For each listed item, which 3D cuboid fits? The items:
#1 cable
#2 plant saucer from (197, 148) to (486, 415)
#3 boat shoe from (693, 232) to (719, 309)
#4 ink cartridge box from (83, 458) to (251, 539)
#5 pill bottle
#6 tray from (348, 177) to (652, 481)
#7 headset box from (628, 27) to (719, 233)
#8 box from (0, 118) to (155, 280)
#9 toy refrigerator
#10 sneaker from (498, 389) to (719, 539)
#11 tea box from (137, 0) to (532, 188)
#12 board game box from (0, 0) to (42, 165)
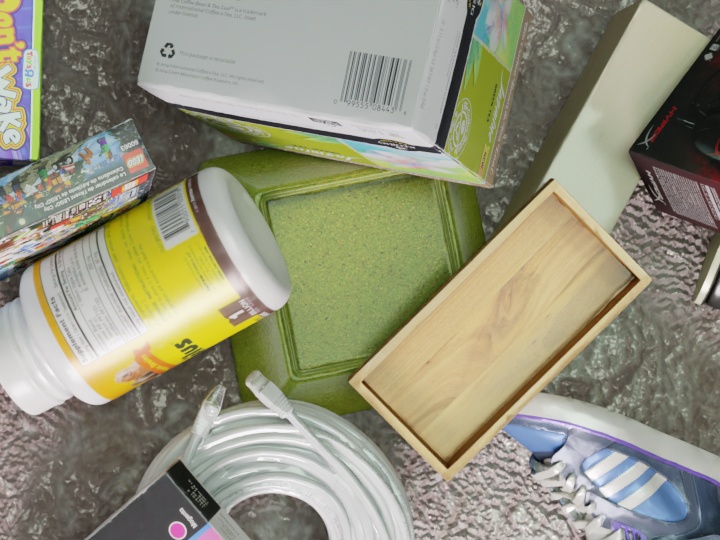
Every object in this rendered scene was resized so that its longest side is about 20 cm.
[{"bbox_3d":[-0.062,0.189,1.675,0.200,0.069,0.200,36,97,-5],"label":"cable"},{"bbox_3d":[0.000,0.000,1.720,0.200,0.048,0.200,-11,89,-10],"label":"plant saucer"},{"bbox_3d":[0.306,-0.056,1.762,0.063,0.074,0.201,29,78,1],"label":"boat shoe"},{"bbox_3d":[-0.164,0.225,1.640,0.200,0.037,0.095,-41,91,22],"label":"ink cartridge box"},{"bbox_3d":[-0.156,0.020,1.646,0.200,0.109,0.109,-28,93,10],"label":"pill bottle"},{"bbox_3d":[0.097,0.041,1.675,0.200,0.037,0.099,-45,93,2],"label":"tray"},{"bbox_3d":[0.312,-0.087,1.666,0.149,0.200,0.075,-52,139,-16],"label":"headset box"},{"bbox_3d":[-0.210,-0.040,1.607,0.137,0.200,0.038,-25,87,-10],"label":"box"},{"bbox_3d":[0.176,-0.090,1.741,0.070,0.076,0.200,30,82,-7],"label":"toy refrigerator"},{"bbox_3d":[0.168,0.180,1.724,0.200,0.081,0.147,21,80,-14],"label":"sneaker"},{"bbox_3d":[-0.013,-0.151,1.617,0.200,0.197,0.134,11,86,21],"label":"tea box"},{"bbox_3d":[-0.289,-0.175,1.671,0.134,0.045,0.200,1,87,-10],"label":"board game box"}]
